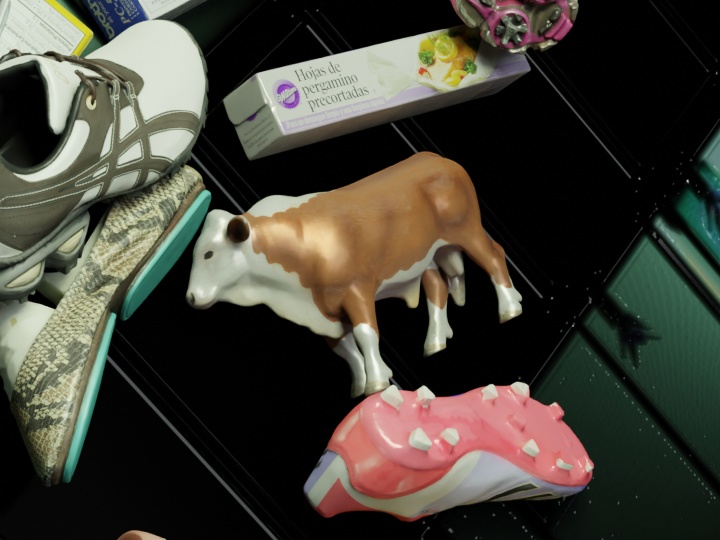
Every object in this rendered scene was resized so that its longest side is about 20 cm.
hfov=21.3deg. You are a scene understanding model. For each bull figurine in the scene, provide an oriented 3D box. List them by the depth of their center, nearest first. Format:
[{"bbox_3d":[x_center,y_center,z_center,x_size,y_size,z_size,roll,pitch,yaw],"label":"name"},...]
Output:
[{"bbox_3d":[0.000,0.000,1.036,0.199,0.065,0.122,-25,90,-38],"label":"bull figurine"}]

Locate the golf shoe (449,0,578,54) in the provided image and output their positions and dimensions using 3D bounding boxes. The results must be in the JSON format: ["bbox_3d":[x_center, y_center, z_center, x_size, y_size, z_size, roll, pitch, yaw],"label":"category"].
[{"bbox_3d":[0.036,-0.202,1.107,0.200,0.073,0.092,35,20,-23],"label":"golf shoe"}]

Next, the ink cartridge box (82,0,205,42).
[{"bbox_3d":[-0.084,-0.208,1.072,0.200,0.044,0.094,-36,95,-40],"label":"ink cartridge box"}]

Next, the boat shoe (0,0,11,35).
[{"bbox_3d":[-0.220,-0.075,0.884,0.073,0.067,0.201,28,71,-20],"label":"boat shoe"}]

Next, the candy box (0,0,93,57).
[{"bbox_3d":[-0.236,-0.144,0.948,0.200,0.026,0.103,40,59,-16],"label":"candy box"}]

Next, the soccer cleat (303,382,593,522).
[{"bbox_3d":[0.052,0.103,1.040,0.199,0.076,0.067,10,44,-51],"label":"soccer cleat"}]

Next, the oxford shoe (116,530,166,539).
[{"bbox_3d":[-0.075,0.221,0.889,0.073,0.071,0.201,11,66,-35],"label":"oxford shoe"}]

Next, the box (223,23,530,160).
[{"bbox_3d":[0.014,-0.107,1.104,0.199,0.041,0.039,-19,81,-38],"label":"box"}]

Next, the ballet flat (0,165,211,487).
[{"bbox_3d":[-0.139,0.016,0.938,0.075,0.068,0.201,23,51,-1],"label":"ballet flat"}]

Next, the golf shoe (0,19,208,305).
[{"bbox_3d":[-0.132,-0.075,0.922,0.077,0.095,0.200,19,47,15],"label":"golf shoe"}]
